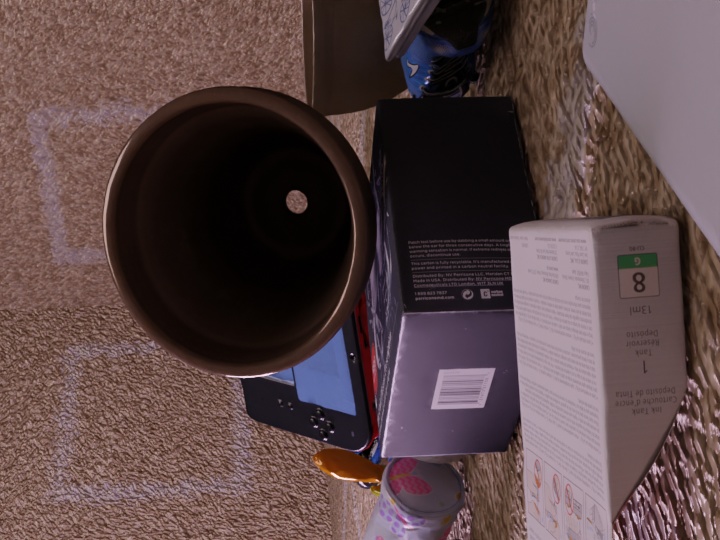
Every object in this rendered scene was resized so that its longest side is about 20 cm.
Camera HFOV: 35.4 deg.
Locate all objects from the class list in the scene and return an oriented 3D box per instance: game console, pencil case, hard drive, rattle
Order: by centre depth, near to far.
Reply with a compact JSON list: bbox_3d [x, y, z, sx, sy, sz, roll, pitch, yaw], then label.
[{"bbox_3d":[0.132,-0.104,0.441,0.201,0.026,0.134,-102,11,-57],"label":"hard drive"},{"bbox_3d":[-0.060,0.064,1.049,0.031,0.175,0.204,-30,-61,-47],"label":"game console"},{"bbox_3d":[0.042,0.272,1.099,0.091,0.082,0.202,-40,-29,-49],"label":"pencil case"},{"bbox_3d":[0.022,0.288,1.220,0.131,0.141,0.203,-125,34,-44],"label":"rattle"}]

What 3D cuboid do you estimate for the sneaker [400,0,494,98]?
[{"bbox_3d":[0.070,-0.177,0.899,0.200,0.077,0.091,-111,4,-79],"label":"sneaker"}]

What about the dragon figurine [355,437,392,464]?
[{"bbox_3d":[-0.007,0.194,1.447,0.100,0.199,0.059,-49,25,17],"label":"dragon figurine"}]

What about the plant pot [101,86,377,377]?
[{"bbox_3d":[-0.071,-0.042,0.853,0.175,0.196,0.204,-45,-44,-72],"label":"plant pot"}]

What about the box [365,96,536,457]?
[{"bbox_3d":[0.061,0.009,0.827,0.201,0.102,0.185,96,172,-54],"label":"box"}]

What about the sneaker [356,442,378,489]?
[{"bbox_3d":[0.014,0.261,1.656,0.105,0.059,0.203,-93,6,-62],"label":"sneaker"}]

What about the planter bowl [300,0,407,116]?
[{"bbox_3d":[0.013,-0.248,1.073,0.200,0.132,0.204,178,90,-85],"label":"planter bowl"}]

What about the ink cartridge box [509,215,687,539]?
[{"bbox_3d":[0.119,0.075,0.574,0.161,0.049,0.204,-159,63,-84],"label":"ink cartridge box"}]

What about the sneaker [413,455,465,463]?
[{"bbox_3d":[0.034,0.094,1.072,0.199,0.074,0.117,25,114,49],"label":"sneaker"}]

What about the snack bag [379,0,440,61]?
[{"bbox_3d":[0.057,-0.278,0.785,0.200,0.021,0.192,132,142,-51],"label":"snack bag"}]
